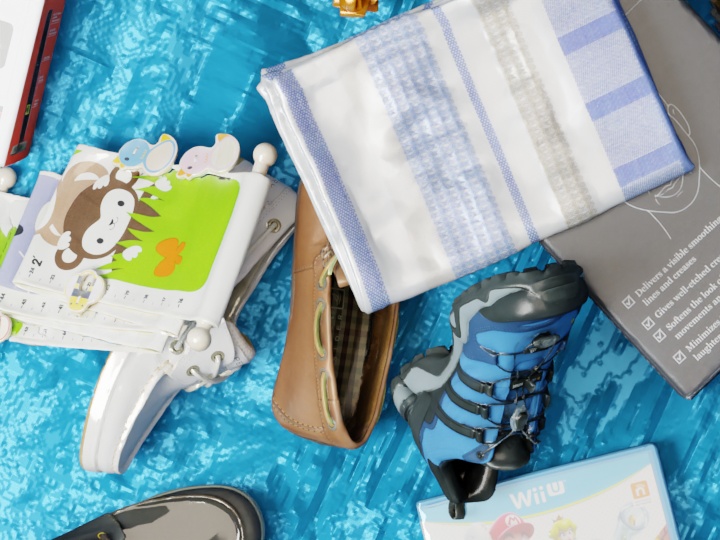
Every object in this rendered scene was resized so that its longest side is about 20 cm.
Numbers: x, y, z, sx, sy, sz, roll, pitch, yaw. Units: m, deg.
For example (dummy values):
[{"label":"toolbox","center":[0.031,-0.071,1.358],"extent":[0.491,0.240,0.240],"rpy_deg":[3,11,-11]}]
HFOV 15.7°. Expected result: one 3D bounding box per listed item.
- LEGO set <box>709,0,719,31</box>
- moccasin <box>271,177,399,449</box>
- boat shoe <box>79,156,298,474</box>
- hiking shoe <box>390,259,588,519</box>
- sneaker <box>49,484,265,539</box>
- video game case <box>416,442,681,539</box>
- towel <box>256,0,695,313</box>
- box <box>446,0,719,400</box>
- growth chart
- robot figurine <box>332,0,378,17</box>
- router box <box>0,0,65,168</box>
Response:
[{"label":"LEGO set","center":[0.274,-0.171,1.424],"extent":[0.200,0.154,0.116],"rpy_deg":[-33,57,-8]},{"label":"moccasin","center":[-0.001,0.000,1.473],"extent":[0.078,0.074,0.202],"rpy_deg":[11,87,50]},{"label":"boat shoe","center":[-0.093,0.035,1.492],"extent":[0.069,0.071,0.200],"rpy_deg":[28,89,7]},{"label":"hiking shoe","center":[0.083,0.061,1.416],"extent":[0.074,0.200,0.087],"rpy_deg":[-13,70,-22]},{"label":"sneaker","center":[-0.151,0.180,1.472],"extent":[0.200,0.106,0.075],"rpy_deg":[-23,85,4]},{"label":"video game case","center":[0.124,0.212,1.489],"extent":[0.143,0.018,0.201],"rpy_deg":[-14,86,5]},{"label":"towel","center":[0.060,-0.079,1.400],"extent":[0.200,0.024,0.147],"rpy_deg":[-23,86,4]},{"label":"box","center":[0.168,-0.049,1.453],"extent":[0.148,0.107,0.200],"rpy_deg":[-42,85,3]},{"label":"growth chart","center":[-0.144,-0.014,1.481],"extent":[0.200,0.018,0.145],"rpy_deg":[-2,65,28]},{"label":"robot figurine","center":[0.041,-0.236,1.459],"extent":[0.145,0.058,0.200],"rpy_deg":[8,119,8]},{"label":"router box","center":[-0.270,-0.174,1.510],"extent":[0.199,0.049,0.180],"rpy_deg":[18,103,6]}]
